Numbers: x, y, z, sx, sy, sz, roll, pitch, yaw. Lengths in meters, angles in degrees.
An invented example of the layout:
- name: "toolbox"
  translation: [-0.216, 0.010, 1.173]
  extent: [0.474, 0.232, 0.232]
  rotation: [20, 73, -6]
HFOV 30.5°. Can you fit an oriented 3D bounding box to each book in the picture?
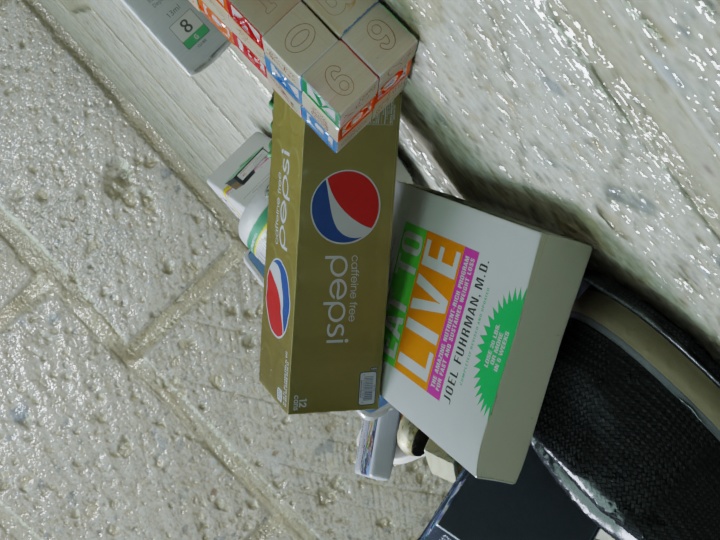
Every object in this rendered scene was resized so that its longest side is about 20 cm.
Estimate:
- name: "book"
  translation: [0.059, 0.029, 0.782]
  extent: [0.048, 0.135, 0.200]
  rotation: [14, -174, -22]

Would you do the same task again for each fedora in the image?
- name: "fedora"
  translation: [0.153, 0.094, 0.733]
  extent: [0.201, 0.092, 0.201]
  rotation: [46, 174, 7]

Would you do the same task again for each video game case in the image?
- name: "video game case"
  translation: [0.027, 0.102, 1.291]
  extent: [0.023, 0.202, 0.182]
  rotation: [11, 172, -3]

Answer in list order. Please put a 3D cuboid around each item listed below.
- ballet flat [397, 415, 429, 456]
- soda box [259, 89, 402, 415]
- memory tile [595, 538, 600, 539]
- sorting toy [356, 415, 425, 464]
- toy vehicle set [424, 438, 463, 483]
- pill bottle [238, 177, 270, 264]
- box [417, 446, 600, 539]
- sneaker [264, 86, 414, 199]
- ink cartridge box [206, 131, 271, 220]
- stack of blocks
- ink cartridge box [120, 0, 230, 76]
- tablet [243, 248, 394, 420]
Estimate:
- name: "ballet flat"
  translation: [0.064, 0.108, 1.209]
  extent: [0.056, 0.067, 0.200]
  rotation: [23, -151, 8]
- name: "soda box"
  translation: [-0.021, -0.017, 0.823]
  extent: [0.068, 0.063, 0.202]
  rotation: [-146, 58, -65]
- name: "memory tile"
  translation: [0.232, 0.267, 1.262]
  extent: [0.198, 0.017, 0.153]
  rotation: [17, 173, 1]
- name: "sorting toy"
  translation: [0.133, 0.175, 1.404]
  extent: [0.179, 0.108, 0.199]
  rotation: [22, -172, 41]
- name: "toy vehicle set"
  translation: [0.096, 0.115, 1.144]
  extent: [0.026, 0.125, 0.200]
  rotation: [24, 169, 10]
- name: "pill bottle"
  translation: [0.000, 0.000, 1.122]
  extent: [0.200, 0.113, 0.113]
  rotation: [46, 174, 12]
- name: "box"
  translation: [0.124, 0.190, 1.045]
  extent: [0.107, 0.149, 0.200]
  rotation: [33, 158, 7]
- name: "sneaker"
  translation: [-0.034, -0.086, 0.900]
  extent: [0.077, 0.089, 0.200]
  rotation: [37, 166, 53]
- name: "ink cartridge box"
  translation: [-0.066, -0.054, 1.375]
  extent: [0.145, 0.084, 0.200]
  rotation: [49, 174, -24]
- name: "stack of blocks"
  translation: [-0.060, -0.165, 0.702]
  extent: [0.200, 0.059, 0.115]
  rotation: [47, 174, 4]
- name: "ink cartridge box"
  translation: [-0.161, -0.228, 0.892]
  extent: [0.200, 0.050, 0.161]
  rotation: [46, -170, -14]
- name: "tablet"
  translation: [-0.001, 0.030, 1.184]
  extent: [0.200, 0.130, 0.014]
  rotation: [51, 155, 23]
